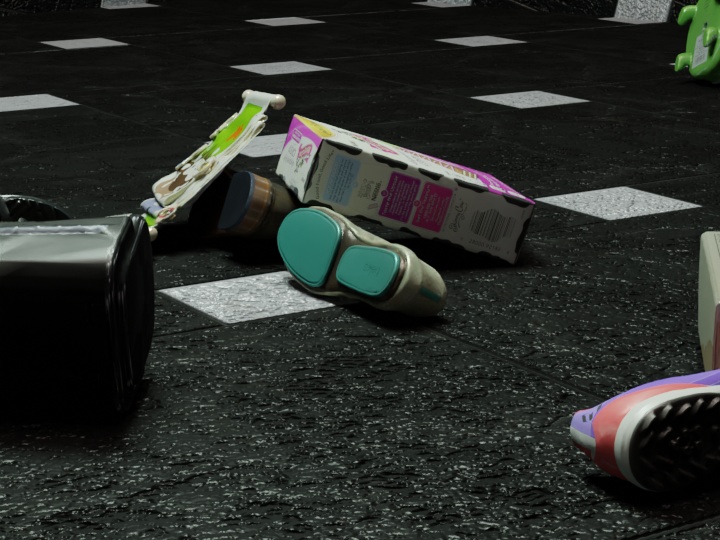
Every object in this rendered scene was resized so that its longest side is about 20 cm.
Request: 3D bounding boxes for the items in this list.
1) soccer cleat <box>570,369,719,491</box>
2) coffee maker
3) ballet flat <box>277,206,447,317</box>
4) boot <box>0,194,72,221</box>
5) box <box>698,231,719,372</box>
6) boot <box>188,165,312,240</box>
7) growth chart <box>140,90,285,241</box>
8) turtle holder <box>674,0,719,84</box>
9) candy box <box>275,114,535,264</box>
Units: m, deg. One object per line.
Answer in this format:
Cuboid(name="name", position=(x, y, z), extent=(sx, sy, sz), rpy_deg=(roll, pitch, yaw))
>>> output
Cuboid(name="soccer cleat", position=(0.217, 0.081, 1.036), extent=(0.199, 0.068, 0.073), rpy_deg=(-11, 13, -29))
Cuboid(name="coffee maker", position=(-0.241, 0.038, 1.131), extent=(0.199, 0.135, 0.193), rpy_deg=(0, 48, 6))
Cuboid(name="ballet flat", position=(0.000, 0.000, 1.403), extent=(0.062, 0.068, 0.200), rpy_deg=(24, 3, -33))
Cuboid(name="boot", position=(-0.342, -0.039, 1.489), extent=(0.199, 0.077, 0.168), rpy_deg=(-9, 19, -9))
Cuboid(name="box", position=(0.279, 0.033, 1.194), extent=(0.095, 0.078, 0.200), rpy_deg=(2, 14, 9))
Cuboid(name="boot", position=(-0.092, -0.050, 1.604), extent=(0.097, 0.075, 0.200), rpy_deg=(19, 0, -21))
Cuboid(name="growth chart", position=(-0.146, -0.098, 1.616), extent=(0.200, 0.018, 0.145), rpy_deg=(-47, 19, -15))
Cuboid(name="turtle holder", position=(0.547, -0.358, 2.587), extent=(0.131, 0.141, 0.186), rpy_deg=(14, 49, -12))
Cuboid(name="candy box", position=(0.036, -0.073, 1.539), extent=(0.199, 0.061, 0.136), rpy_deg=(15, 10, -16))
